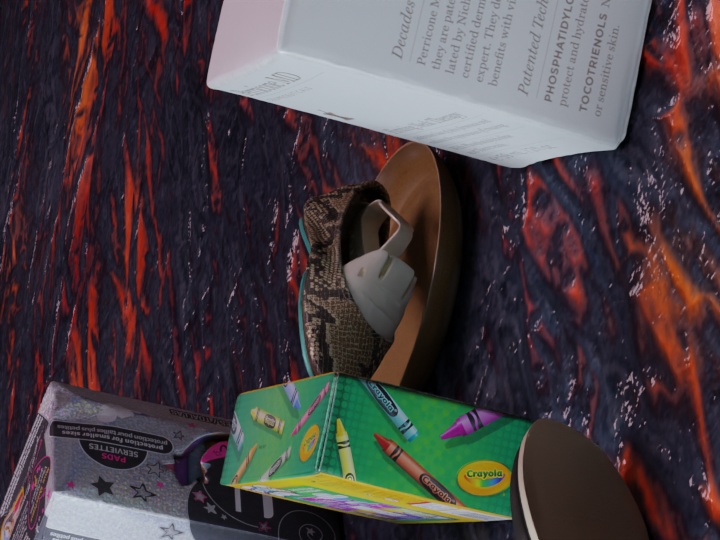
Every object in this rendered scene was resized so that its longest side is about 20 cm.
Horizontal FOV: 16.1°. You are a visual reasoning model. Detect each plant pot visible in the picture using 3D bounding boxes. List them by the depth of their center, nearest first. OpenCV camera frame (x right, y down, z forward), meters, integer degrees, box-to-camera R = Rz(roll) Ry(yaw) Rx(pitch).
[{"bbox_3d":[0.023,0.018,1.622,0.200,0.027,0.201,-165,90,-73],"label":"plant pot"}]

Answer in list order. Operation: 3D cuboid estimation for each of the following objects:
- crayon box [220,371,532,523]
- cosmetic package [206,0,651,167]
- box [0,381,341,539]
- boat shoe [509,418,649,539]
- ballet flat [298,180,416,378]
[{"bbox_3d":[0.005,0.104,1.451,0.200,0.118,0.059,162,121,-70],"label":"crayon box"},{"bbox_3d":[0.042,-0.164,1.407,0.167,0.199,0.168,173,110,-73],"label":"cosmetic package"},{"bbox_3d":[-0.128,0.173,1.685,0.115,0.199,0.133,-100,29,-51],"label":"box"},{"bbox_3d":[0.099,0.154,1.183,0.063,0.073,0.202,-54,31,34],"label":"boat shoe"},{"bbox_3d":[0.000,0.000,1.554,0.075,0.068,0.200,-32,26,16],"label":"ballet flat"}]
